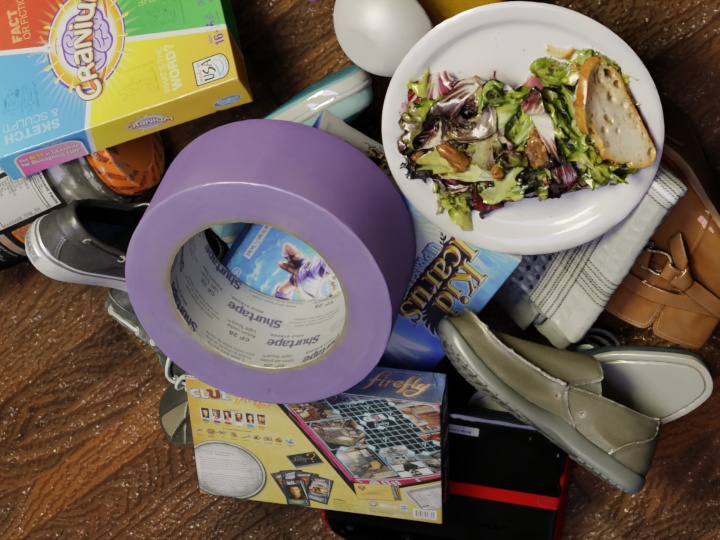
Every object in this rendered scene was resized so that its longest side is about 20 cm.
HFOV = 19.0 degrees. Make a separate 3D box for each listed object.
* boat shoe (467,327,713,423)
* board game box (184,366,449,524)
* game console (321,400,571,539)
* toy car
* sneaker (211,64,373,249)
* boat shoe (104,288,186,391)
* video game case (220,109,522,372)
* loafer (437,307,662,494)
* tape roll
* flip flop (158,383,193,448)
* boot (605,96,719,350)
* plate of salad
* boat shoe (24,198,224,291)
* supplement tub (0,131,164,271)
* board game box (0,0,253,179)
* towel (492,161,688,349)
[{"bbox_3d":[0.181,0.088,1.677,0.199,0.062,0.075,-17,112,28],"label":"boat shoe"},{"bbox_3d":[-0.031,0.128,1.671,0.199,0.035,0.136,6,133,9],"label":"board game box"},{"bbox_3d":[0.066,0.165,1.723,0.199,0.031,0.177,8,132,7],"label":"game console"},{"bbox_3d":[0.012,-0.234,1.578,0.200,0.175,0.150,46,154,-3],"label":"toy car"},{"bbox_3d":[-0.038,-0.067,1.688,0.200,0.080,0.131,-33,95,36],"label":"sneaker"},{"bbox_3d":[-0.134,0.063,1.743,0.199,0.074,0.068,36,108,23],"label":"boat shoe"},{"bbox_3d":[0.000,0.000,1.639,0.181,0.046,0.200,29,129,-10],"label":"video game case"},{"bbox_3d":[0.144,0.086,1.614,0.200,0.075,0.070,37,86,-11],"label":"loafer"},{"bbox_3d":[-0.065,-0.005,1.570,0.199,0.085,0.201,9,128,11],"label":"tape roll"},{"bbox_3d":[-0.074,0.105,1.774,0.199,0.058,0.081,-17,67,26],"label":"flip flop"},{"bbox_3d":[0.215,-0.042,1.620,0.199,0.077,0.156,28,121,-1],"label":"boot"},{"bbox_3d":[0.113,-0.093,1.511,0.199,0.048,0.201,3,122,5],"label":"plate of salad"},{"bbox_3d":[-0.169,-0.026,1.680,0.066,0.200,0.070,-35,62,34],"label":"boat shoe"},{"bbox_3d":[-0.265,-0.076,1.735,0.199,0.123,0.123,-22,102,24],"label":"supplement tub"},{"bbox_3d":[-0.194,-0.171,1.648,0.199,0.040,0.154,-18,66,8],"label":"board game box"},{"bbox_3d":[0.126,-0.054,1.612,0.192,0.035,0.200,42,134,13],"label":"towel"}]
